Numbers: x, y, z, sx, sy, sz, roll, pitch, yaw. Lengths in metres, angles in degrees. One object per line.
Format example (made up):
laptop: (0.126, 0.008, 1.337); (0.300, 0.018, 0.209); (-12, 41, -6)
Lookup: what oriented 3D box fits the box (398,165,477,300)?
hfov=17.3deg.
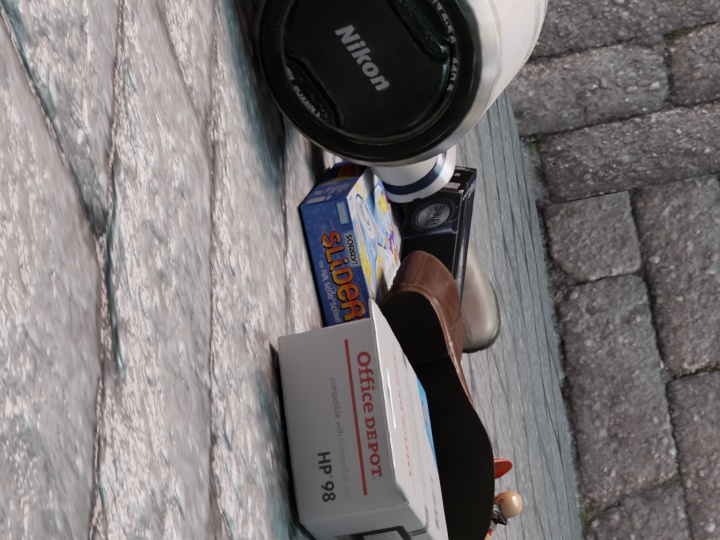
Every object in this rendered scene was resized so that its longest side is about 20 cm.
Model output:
box: (0.057, 0.002, 1.887); (0.200, 0.043, 0.160); (-48, 144, -81)

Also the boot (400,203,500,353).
boot: (0.064, -0.031, 2.129); (0.131, 0.068, 0.200); (55, 17, -61)

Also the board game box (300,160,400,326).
board game box: (0.000, 0.000, 1.669); (0.200, 0.034, 0.136); (-63, 141, -77)

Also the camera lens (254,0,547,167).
camera lens: (0.031, -0.167, 1.545); (0.200, 0.160, 0.160); (-51, 131, -62)

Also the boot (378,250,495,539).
boot: (0.053, 0.086, 1.608); (0.200, 0.064, 0.187); (-69, 150, -84)

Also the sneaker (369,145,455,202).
sneaker: (0.025, -0.147, 1.718); (0.081, 0.076, 0.200); (46, 27, -44)

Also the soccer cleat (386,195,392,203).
soccer cleat: (0.028, -0.153, 1.858); (0.076, 0.067, 0.200); (-7, 92, -51)

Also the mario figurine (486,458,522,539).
mario figurine: (0.088, 0.213, 1.728); (0.123, 0.106, 0.200); (150, -57, -62)

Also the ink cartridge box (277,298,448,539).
ink cartridge box: (0.000, 0.102, 1.398); (0.200, 0.067, 0.116); (61, 20, -68)
